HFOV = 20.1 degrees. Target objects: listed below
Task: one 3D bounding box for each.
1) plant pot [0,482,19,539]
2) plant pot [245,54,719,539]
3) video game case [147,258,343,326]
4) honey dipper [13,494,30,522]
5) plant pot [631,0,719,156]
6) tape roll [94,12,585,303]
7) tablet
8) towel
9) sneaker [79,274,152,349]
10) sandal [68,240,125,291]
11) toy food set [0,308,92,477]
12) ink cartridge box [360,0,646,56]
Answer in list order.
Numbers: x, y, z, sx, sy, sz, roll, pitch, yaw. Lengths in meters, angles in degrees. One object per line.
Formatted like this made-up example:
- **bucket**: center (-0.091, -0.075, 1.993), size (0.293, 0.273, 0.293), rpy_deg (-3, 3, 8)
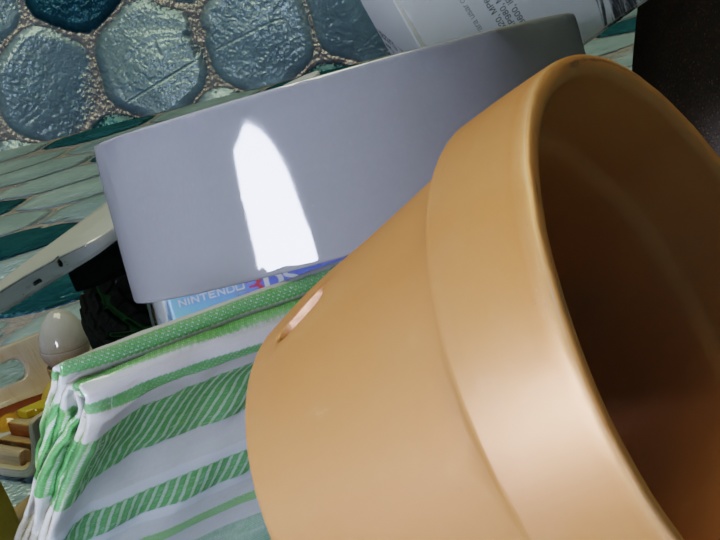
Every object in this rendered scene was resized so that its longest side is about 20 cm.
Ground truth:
- **plant pot**: center (-0.253, 0.105, 0.760), size (0.193, 0.196, 0.200), rpy_deg (-21, 24, 1)
- **plant pot**: center (0.057, 0.050, 0.663), size (0.140, 0.201, 0.200), rpy_deg (-27, 4, 30)
- **video game case**: center (0.000, 0.000, 0.967), size (0.199, 0.046, 0.181), rpy_deg (-16, 4, -8)
- **honey dipper**: center (-0.137, 0.099, 1.034), size (0.038, 0.038, 0.200), rpy_deg (-9, 13, 27)
- **plant pot**: center (0.207, -0.075, 1.005), size (0.186, 0.201, 0.187), rpy_deg (-15, 11, 3)
- **tape roll**: center (-0.003, -0.045, 0.809), size (0.199, 0.067, 0.200), rpy_deg (-16, 4, 1)
- **tablet**: center (-0.111, -0.037, 1.027), size (0.130, 0.014, 0.200), rpy_deg (-27, 11, 44)
- **towel**: center (-0.064, 0.076, 0.778), size (0.152, 0.023, 0.201), rpy_deg (-21, -29, -32)
- **sneaker**: center (-0.062, -0.015, 1.097), size (0.199, 0.078, 0.085), rpy_deg (-35, -9, -6)
- **sandal**: center (-0.050, -0.029, 1.008), size (0.199, 0.045, 0.075), rpy_deg (-30, -3, 8)
- **toy food set**: center (-0.177, 0.064, 1.199), size (0.143, 0.061, 0.199), rpy_deg (-22, 12, -34)
- **ink cartridge box**: center (0.093, -0.170, 0.959), size (0.199, 0.084, 0.144), rpy_deg (-36, 21, 0)
